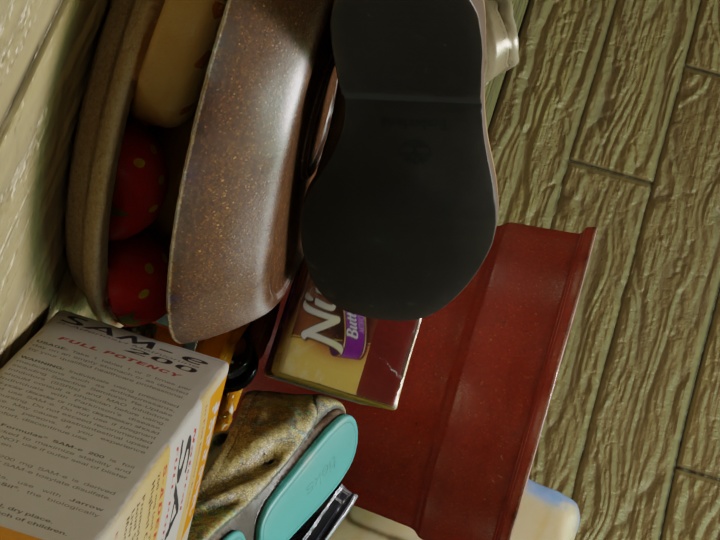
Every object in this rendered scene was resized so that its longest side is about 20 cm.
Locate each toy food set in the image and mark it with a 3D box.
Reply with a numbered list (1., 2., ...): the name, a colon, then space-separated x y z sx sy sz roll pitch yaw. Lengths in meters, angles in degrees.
1. toy food set: -0.065 -0.072 0.844 0.198 0.049 0.200 -60 164 -70

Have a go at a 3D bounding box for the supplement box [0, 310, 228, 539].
1. supplement box: -0.112 0.107 0.735 0.200 0.073 0.126 -60 165 -71

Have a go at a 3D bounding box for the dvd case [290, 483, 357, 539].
1. dvd case: -0.081 0.204 1.117 0.200 0.016 0.149 -54 -173 -22

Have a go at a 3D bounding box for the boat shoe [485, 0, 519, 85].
1. boat shoe: 0.026 -0.105 0.982 0.200 0.068 0.075 -118 -161 -74

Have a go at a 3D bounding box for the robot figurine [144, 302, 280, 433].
1. robot figurine: -0.059 -0.019 1.007 0.145 0.058 0.200 89 18 -74

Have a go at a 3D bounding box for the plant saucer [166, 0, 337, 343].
1. plant saucer: -0.028 -0.064 0.815 0.200 0.034 0.200 17 90 -85

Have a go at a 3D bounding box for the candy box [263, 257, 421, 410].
1. candy box: 0.000 0.000 0.968 0.200 0.056 0.117 158 -51 -84

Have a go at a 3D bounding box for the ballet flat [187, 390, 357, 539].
1. ballet flat: -0.070 0.117 0.931 0.200 0.071 0.071 -50 158 -48

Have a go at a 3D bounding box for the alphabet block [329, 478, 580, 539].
1. alphabet block: -0.004 0.222 1.319 0.195 0.196 0.200 129 -19 -60

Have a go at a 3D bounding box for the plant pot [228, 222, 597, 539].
1. plant pot: 0.010 0.046 1.171 0.201 0.195 0.201 16 90 -85

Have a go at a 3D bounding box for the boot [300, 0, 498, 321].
1. boot: 0.019 -0.060 0.797 0.200 0.074 0.075 96 1 -49
